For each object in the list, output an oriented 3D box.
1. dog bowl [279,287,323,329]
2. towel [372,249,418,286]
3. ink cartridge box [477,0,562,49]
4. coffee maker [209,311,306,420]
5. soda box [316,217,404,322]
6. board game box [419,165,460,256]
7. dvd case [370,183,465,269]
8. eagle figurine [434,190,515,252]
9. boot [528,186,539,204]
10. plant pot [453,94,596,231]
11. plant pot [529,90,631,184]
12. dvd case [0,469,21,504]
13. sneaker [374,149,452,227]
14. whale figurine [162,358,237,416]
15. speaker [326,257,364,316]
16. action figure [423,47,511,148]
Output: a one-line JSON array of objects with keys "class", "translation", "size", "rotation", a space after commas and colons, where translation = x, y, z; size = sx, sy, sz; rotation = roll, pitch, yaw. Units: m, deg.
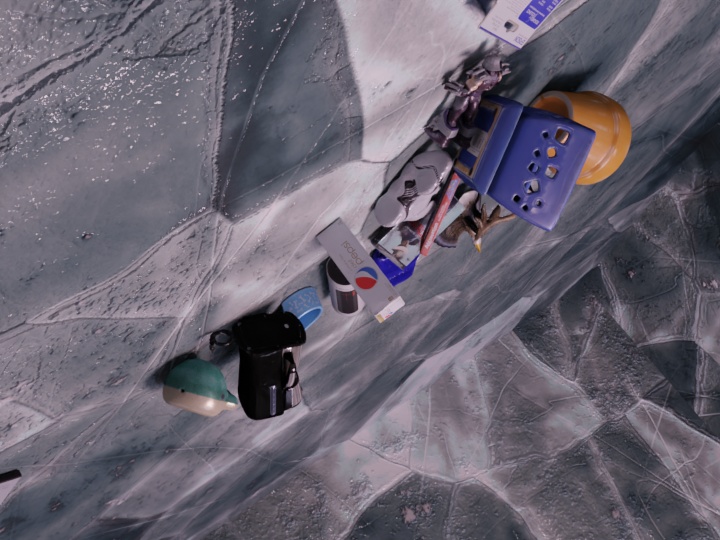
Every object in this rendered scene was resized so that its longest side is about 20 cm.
[{"class": "dog bowl", "translation": [-0.163, 0.120, 1.772], "size": [0.200, 0.050, 0.111], "rotation": [-42, 161, 10]}, {"class": "towel", "translation": [0.084, -0.016, 1.920], "size": [0.147, 0.050, 0.201], "rotation": [-33, 161, -19]}, {"class": "ink cartridge box", "translation": [0.274, -0.453, 1.270], "size": [0.200, 0.047, 0.197], "rotation": [-45, 162, 24]}, {"class": "coffee maker", "translation": [-0.211, 0.197, 1.683], "size": [0.190, 0.135, 0.202], "rotation": [5, 127, -2]}, {"class": "soda box", "translation": [0.000, 0.000, 1.558], "size": [0.063, 0.201, 0.068], "rotation": [-37, 162, 0]}, {"class": "board game box", "translation": [0.169, -0.136, 1.676], "size": [0.103, 0.019, 0.202], "rotation": [-77, -171, -70]}, {"class": "dvd case", "translation": [0.128, -0.100, 1.778], "size": [0.200, 0.022, 0.146], "rotation": [-43, 145, 8]}, {"class": "eagle figurine", "translation": [0.257, -0.114, 1.932], "size": [0.150, 0.200, 0.153], "rotation": [10, 97, -21]}, {"class": "boot", "translation": [0.329, -0.206, 1.861], "size": [0.077, 0.199, 0.168], "rotation": [-50, -166, 14]}, {"class": "plant pot", "translation": [0.290, -0.214, 1.511], "size": [0.200, 0.178, 0.202], "rotation": [-115, -133, -70]}, {"class": "plant pot", "translation": [0.452, -0.303, 1.753], "size": [0.182, 0.201, 0.200], "rotation": [10, 131, -46]}, {"class": "dvd case", "translation": [-0.739, 0.453, 1.518], "size": [0.200, 0.018, 0.142], "rotation": [-48, 160, 26]}, {"class": "sneaker", "translation": [0.121, -0.165, 1.609], "size": [0.200, 0.075, 0.114], "rotation": [-44, 163, 30]}, {"class": "whale figurine", "translation": [-0.317, 0.237, 1.654], "size": [0.200, 0.157, 0.105], "rotation": [38, 66, -72]}, {"class": "speaker", "translation": [-0.030, 0.030, 1.766], "size": [0.081, 0.081, 0.200], "rotation": [-34, 161, -12]}, {"class": "action figure", "translation": [0.191, -0.306, 1.423], "size": [0.129, 0.070, 0.201], "rotation": [-14, 147, -37]}]
